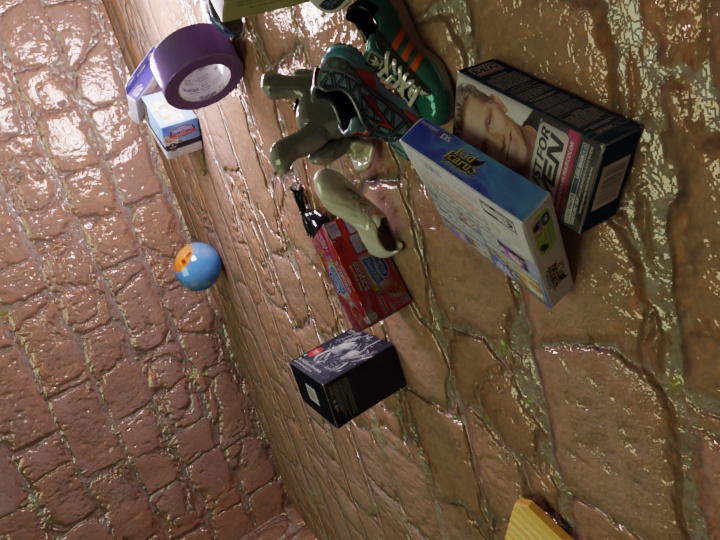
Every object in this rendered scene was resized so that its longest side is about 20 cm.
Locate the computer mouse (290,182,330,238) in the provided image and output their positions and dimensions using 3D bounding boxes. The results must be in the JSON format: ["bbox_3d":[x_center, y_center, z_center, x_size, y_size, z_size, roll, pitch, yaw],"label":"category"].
[{"bbox_3d":[-0.100,-0.126,1.235,0.200,0.045,0.143,-139,28,-65],"label":"computer mouse"}]

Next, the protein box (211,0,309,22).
[{"bbox_3d":[-0.117,-0.476,0.749,0.137,0.195,0.200,61,156,9],"label":"protein box"}]

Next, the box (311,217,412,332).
[{"bbox_3d":[0.000,0.000,1.063,0.203,0.098,0.095,63,156,6],"label":"box"}]

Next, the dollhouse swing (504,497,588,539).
[{"bbox_3d":[0.278,0.501,0.869,0.173,0.182,0.203,25,138,27],"label":"dollhouse swing"}]

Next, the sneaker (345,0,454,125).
[{"bbox_3d":[0.047,-0.269,0.736,0.203,0.079,0.071,61,156,10],"label":"sneaker"}]

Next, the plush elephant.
[{"bbox_3d":[-0.053,-0.235,0.914,0.155,0.195,0.168,67,-175,-74],"label":"plush elephant"}]

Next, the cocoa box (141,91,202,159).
[{"bbox_3d":[-0.647,-0.507,1.934,0.201,0.131,0.133,51,152,31],"label":"cocoa box"}]

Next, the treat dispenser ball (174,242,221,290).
[{"bbox_3d":[-0.691,-0.017,2.398,0.201,0.198,0.204,46,150,37],"label":"treat dispenser ball"}]

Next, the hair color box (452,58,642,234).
[{"bbox_3d":[0.183,-0.137,0.596,0.200,0.060,0.102,46,149,40],"label":"hair color box"}]

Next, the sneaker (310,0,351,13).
[{"bbox_3d":[0.018,-0.408,0.686,0.197,0.114,0.073,-9,149,38],"label":"sneaker"}]

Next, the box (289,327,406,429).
[{"bbox_3d":[-0.032,0.227,1.241,0.199,0.179,0.106,11,123,61],"label":"box"}]

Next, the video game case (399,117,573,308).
[{"bbox_3d":[0.149,-0.067,0.658,0.200,0.045,0.182,46,176,40],"label":"video game case"}]

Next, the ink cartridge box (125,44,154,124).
[{"bbox_3d":[-0.745,-0.644,1.967,0.040,0.203,0.200,25,158,-6],"label":"ink cartridge box"}]

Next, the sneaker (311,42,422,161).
[{"bbox_3d":[0.009,-0.211,0.791,0.199,0.097,0.079,40,156,-17],"label":"sneaker"}]

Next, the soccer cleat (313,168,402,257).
[{"bbox_3d":[0.000,-0.101,0.966,0.200,0.070,0.077,47,152,-25],"label":"soccer cleat"}]

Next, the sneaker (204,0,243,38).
[{"bbox_3d":[-0.292,-0.593,1.176,0.078,0.074,0.204,18,129,55],"label":"sneaker"}]

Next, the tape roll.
[{"bbox_3d":[-0.379,-0.470,1.313,0.086,0.197,0.200,60,156,8],"label":"tape roll"}]
